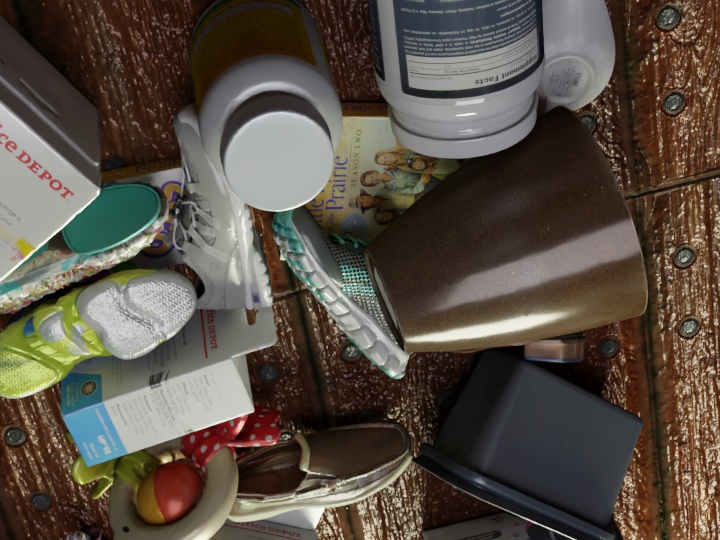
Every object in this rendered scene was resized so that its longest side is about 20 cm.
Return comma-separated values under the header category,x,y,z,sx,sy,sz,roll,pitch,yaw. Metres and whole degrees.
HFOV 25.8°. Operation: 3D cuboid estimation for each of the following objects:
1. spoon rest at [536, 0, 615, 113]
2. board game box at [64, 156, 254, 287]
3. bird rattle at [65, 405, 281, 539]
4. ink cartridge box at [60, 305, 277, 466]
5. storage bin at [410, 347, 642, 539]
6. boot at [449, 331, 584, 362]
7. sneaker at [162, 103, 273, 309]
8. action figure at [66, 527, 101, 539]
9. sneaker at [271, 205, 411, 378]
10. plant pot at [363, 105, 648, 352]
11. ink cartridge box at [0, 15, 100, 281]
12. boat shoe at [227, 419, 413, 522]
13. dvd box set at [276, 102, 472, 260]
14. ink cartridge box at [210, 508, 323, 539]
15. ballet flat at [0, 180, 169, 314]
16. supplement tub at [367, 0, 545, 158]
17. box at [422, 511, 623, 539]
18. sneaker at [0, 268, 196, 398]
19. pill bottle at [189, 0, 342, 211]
category,x,y,z,sx,sy,sz,roll,pitch,yaw
spoon rest,0.181,-0.214,1.317,0.098,0.061,0.201,4,135,-12
board game box,-0.193,-0.045,1.366,0.197,0.030,0.096,-13,123,-5
bird rattle,-0.165,0.189,1.449,0.197,0.165,0.113,-11,143,8
ink cartridge box,-0.163,0.087,1.400,0.198,0.116,0.067,-18,124,2
storage bin,0.168,0.166,1.515,0.199,0.145,0.136,27,87,-24
boot,0.114,0.026,1.458,0.197,0.075,0.098,5,97,-3
sneaker,-0.131,-0.043,1.318,0.081,0.075,0.202,-14,122,-1
action figure,-0.267,0.332,1.548,0.198,0.135,0.149,-24,167,-26
sneaker,0.000,0.000,1.377,0.091,0.077,0.200,-44,122,-7
plant pot,0.109,-0.014,1.310,0.198,0.187,0.189,-21,124,-6
ink cartridge box,-0.323,-0.082,1.245,0.199,0.145,0.147,-38,122,14
boat shoe,-0.045,0.188,1.495,0.200,0.075,0.075,-19,151,-5
dvd box set,0.028,-0.078,1.382,0.197,0.030,0.148,0,122,-11
ink cartridge box,-0.114,0.314,1.575,0.114,0.067,0.202,14,119,-18
ballet flat,-0.246,-0.019,1.328,0.198,0.076,0.064,-20,154,8
supplement tub,0.075,-0.207,1.242,0.138,0.141,0.202,-10,124,-4
box,0.174,0.323,1.605,0.197,0.133,0.116,-12,120,-3
sneaker,-0.237,0.037,1.365,0.198,0.105,0.076,-20,113,1
pill bottle,-0.074,-0.132,1.225,0.111,0.201,0.114,-5,124,-7
